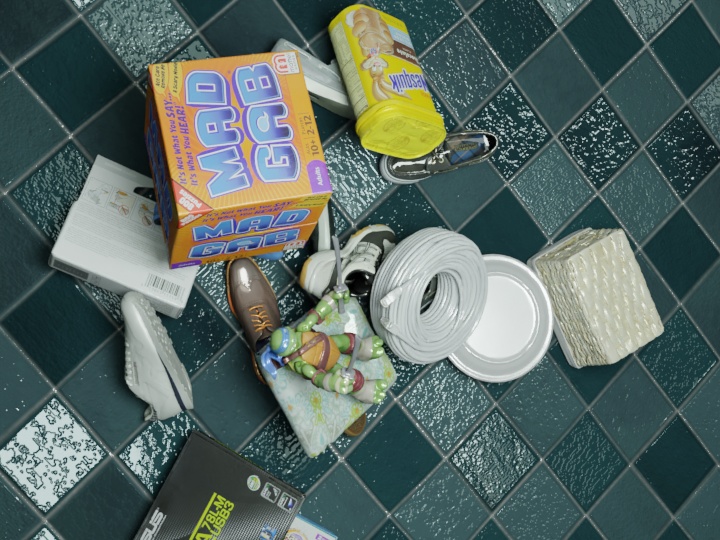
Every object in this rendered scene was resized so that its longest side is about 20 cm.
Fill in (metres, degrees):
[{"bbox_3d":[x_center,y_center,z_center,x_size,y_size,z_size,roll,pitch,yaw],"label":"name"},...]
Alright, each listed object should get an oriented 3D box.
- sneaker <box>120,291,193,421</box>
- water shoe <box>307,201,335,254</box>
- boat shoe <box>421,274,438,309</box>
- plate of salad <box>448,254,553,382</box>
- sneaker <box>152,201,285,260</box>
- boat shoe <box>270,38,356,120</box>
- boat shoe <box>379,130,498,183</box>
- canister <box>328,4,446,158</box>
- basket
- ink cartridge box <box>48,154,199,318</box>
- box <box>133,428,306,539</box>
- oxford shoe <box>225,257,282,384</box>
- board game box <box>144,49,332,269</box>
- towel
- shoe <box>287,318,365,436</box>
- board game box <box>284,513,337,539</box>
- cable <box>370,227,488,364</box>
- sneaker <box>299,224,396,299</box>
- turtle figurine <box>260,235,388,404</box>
[{"bbox_3d":[-0.301,0.125,1.283,0.079,0.077,0.204,-18,115,-1],"label":"sneaker"},{"bbox_3d":[-0.085,-0.103,1.391,0.077,0.071,0.205,-8,87,6],"label":"water shoe"},{"bbox_3d":[0.101,0.016,1.427,0.200,0.057,0.069,-43,72,-12],"label":"boat shoe"},{"bbox_3d":[0.213,0.077,1.469,0.195,0.048,0.205,1,83,-7],"label":"plate of salad"},{"bbox_3d":[-0.205,-0.051,1.318,0.197,0.066,0.080,27,58,-10],"label":"sneaker"},{"bbox_3d":[-0.049,-0.292,1.396,0.197,0.070,0.073,24,83,-13],"label":"boat shoe"},{"bbox_3d":[0.126,-0.187,1.444,0.196,0.056,0.070,-16,93,-17],"label":"boat shoe"},{"bbox_3d":[0.037,-0.282,1.362,0.147,0.086,0.204,6,59,-46],"label":"canister"},{"bbox_3d":[0.383,0.043,1.486,0.134,0.123,0.203,-26,95,-16],"label":"basket"},{"bbox_3d":[-0.324,-0.049,1.322,0.197,0.044,0.177,24,57,-15],"label":"ink cartridge box"},{"bbox_3d":[-0.205,0.363,1.308,0.190,0.048,0.203,29,81,6],"label":"box"},{"bbox_3d":[-0.145,0.072,1.353,0.070,0.073,0.204,-21,94,-15],"label":"oxford shoe"},{"bbox_3d":[-0.170,-0.142,1.212,0.195,0.200,0.204,-10,75,-18],"label":"board game box"},{"bbox_3d":[-0.046,0.144,1.340,0.199,0.048,0.174,-37,102,-37],"label":"towel"},{"bbox_3d":[-0.055,0.163,1.394,0.070,0.053,0.203,-37,103,-38],"label":"shoe"},{"bbox_3d":[-0.145,0.452,1.357,0.151,0.040,0.203,31,80,-13],"label":"board game box"},{"bbox_3d":[0.104,0.039,1.356,0.201,0.069,0.201,-48,132,-17],"label":"cable"},{"bbox_3d":[0.000,0.000,1.361,0.087,0.077,0.199,33,43,26],"label":"sneaker"},{"bbox_3d":[-0.016,0.101,1.236,0.201,0.144,0.193,-49,140,9],"label":"turtle figurine"}]
